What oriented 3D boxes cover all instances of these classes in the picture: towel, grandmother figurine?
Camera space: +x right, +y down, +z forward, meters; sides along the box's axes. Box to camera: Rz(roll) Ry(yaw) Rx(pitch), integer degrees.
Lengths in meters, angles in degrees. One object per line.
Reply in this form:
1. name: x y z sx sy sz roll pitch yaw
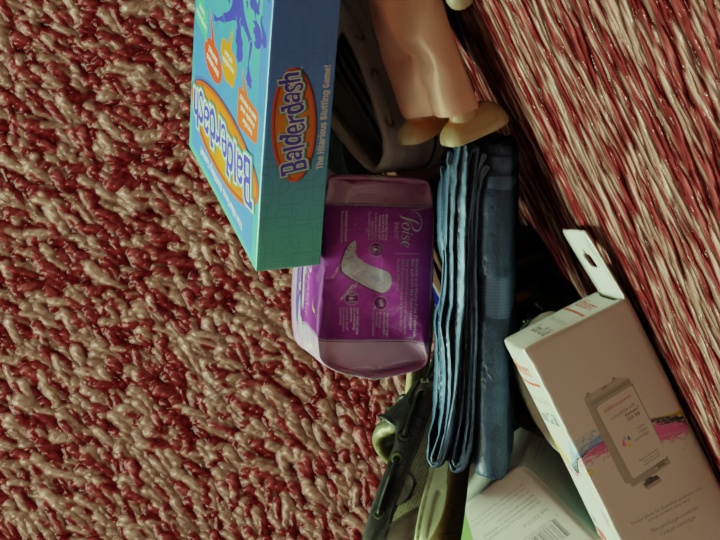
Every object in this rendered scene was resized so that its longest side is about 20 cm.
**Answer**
1. towel: 0.069 0.019 1.497 0.112 0.048 0.202 -37 -52 -80
2. grandmother figurine: 0.019 -0.171 1.424 0.121 0.061 0.201 0 119 38

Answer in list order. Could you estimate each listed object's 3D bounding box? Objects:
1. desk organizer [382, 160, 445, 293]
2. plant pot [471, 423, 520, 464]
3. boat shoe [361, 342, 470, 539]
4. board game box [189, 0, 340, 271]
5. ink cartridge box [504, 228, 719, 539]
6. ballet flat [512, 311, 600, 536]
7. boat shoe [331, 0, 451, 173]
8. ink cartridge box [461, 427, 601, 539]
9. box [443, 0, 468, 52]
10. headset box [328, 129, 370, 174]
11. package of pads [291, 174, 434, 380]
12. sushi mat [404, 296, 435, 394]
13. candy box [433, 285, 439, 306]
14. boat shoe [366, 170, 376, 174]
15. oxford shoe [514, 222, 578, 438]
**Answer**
1. desk organizer: 0.067 -0.044 1.724 0.077 0.071 0.200 60 176 35
2. plant pot: 0.129 0.152 1.752 0.142 0.140 0.201 -119 13 -54
3. boat shoe: 0.039 0.107 1.593 0.201 0.064 0.074 -78 -12 -45
4. board game box: -0.059 -0.125 1.469 0.152 0.045 0.201 -122 30 -52
5. ink cartridge box: 0.139 0.079 1.395 0.201 0.067 0.116 64 178 -2
6. ballet flat: 0.155 0.102 1.514 0.201 0.069 0.070 62 179 -39
7. boat shoe: -0.017 -0.144 1.521 0.200 0.067 0.074 51 130 21
8. ink cartridge box: 0.141 0.207 1.638 0.200 0.117 0.067 45 -149 -10
9. box: 0.005 -0.230 1.532 0.201 0.032 0.121 62 177 32
10. headset box: -0.028 -0.096 1.839 0.149 0.077 0.202 43 -138 -49
11. package of pads: 0.000 0.000 1.568 0.200 0.075 0.122 -156 67 -84
12. sushi mat: 0.038 0.094 1.707 0.096 0.012 0.201 77 -164 -58
13. candy box: 0.102 0.051 1.904 0.169 0.077 0.201 66 178 -56
14. boat shoe: 0.034 -0.084 1.782 0.075 0.062 0.200 50 178 34
15. oxford shoe: 0.120 0.052 1.624 0.201 0.072 0.085 -97 -18 -57
